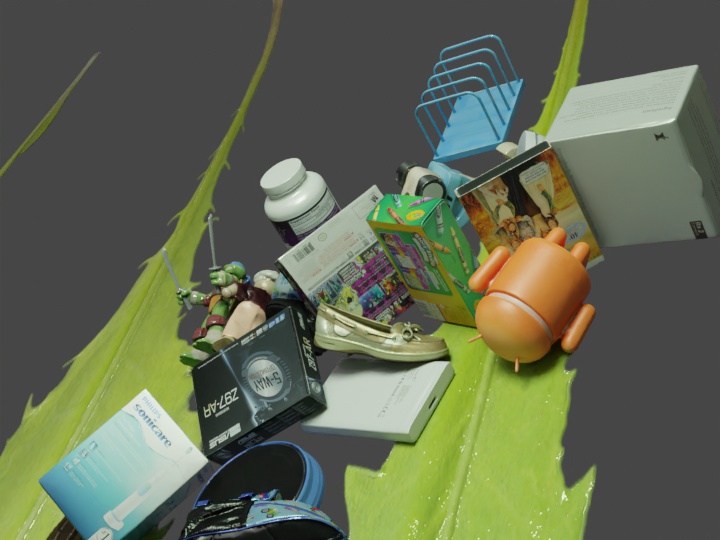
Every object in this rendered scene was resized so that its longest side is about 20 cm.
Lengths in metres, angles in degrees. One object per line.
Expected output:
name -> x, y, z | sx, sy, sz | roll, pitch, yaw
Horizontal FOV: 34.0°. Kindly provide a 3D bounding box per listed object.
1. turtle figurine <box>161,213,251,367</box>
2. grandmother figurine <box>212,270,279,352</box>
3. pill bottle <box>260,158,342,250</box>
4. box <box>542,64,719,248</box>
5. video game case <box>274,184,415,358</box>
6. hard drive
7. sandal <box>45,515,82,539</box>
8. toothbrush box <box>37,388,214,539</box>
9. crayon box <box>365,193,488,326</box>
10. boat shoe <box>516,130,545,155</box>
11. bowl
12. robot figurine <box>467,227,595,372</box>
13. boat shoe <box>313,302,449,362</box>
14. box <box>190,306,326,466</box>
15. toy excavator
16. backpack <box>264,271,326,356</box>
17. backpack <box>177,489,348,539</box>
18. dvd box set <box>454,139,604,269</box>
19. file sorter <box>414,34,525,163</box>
turtle figurine -> -0.269, 0.048, 1.964 | 0.143, 0.200, 0.195 | -10, 52, 26
grandmother figurine -> -0.177, 0.067, 1.919 | 0.060, 0.121, 0.201 | -27, 23, 35
pill bottle -> -0.086, -0.084, 1.964 | 0.112, 0.201, 0.113 | -23, 31, 15
box -> 0.390, -0.152, 1.627 | 0.199, 0.200, 0.131 | -5, 39, 38
video game case -> 0.000, 0.000, 1.779 | 0.200, 0.182, 0.036 | -39, 1, -20
hard drive -> 0.022, 0.179, 1.656 | 0.199, 0.027, 0.132 | -1, 42, 41
sandal -> -0.401, 0.366, 1.755 | 0.201, 0.054, 0.080 | -56, 30, -11
toothbrush box -> -0.331, 0.294, 1.683 | 0.200, 0.085, 0.146 | -42, 75, -14
crayon box -> 0.105, -0.014, 1.687 | 0.118, 0.201, 0.058 | 10, 50, 48
boat shoe -> 0.279, -0.134, 1.831 | 0.065, 0.074, 0.202 | 11, 58, -7
bowl -> -0.143, 0.314, 1.600 | 0.199, 0.040, 0.201 | -23, 31, 15
robot figurine -> 0.229, 0.038, 1.574 | 0.200, 0.144, 0.116 | -52, 21, -19
boat shoe -> 0.030, 0.089, 1.681 | 0.199, 0.064, 0.073 | 7, 6, 21
box -> -0.153, 0.170, 1.730 | 0.199, 0.043, 0.161 | -32, 49, 20
toy excavator -> 0.162, -0.128, 1.915 | 0.100, 0.198, 0.196 | 43, 118, 58
backpack -> -0.048, 0.020, 1.859 | 0.199, 0.155, 0.163 | -33, 22, -25
backpack -> -0.099, 0.348, 1.382 | 0.198, 0.184, 0.135 | -13, 15, 4
dvd box set -> 0.236, -0.062, 1.636 | 0.145, 0.201, 0.029 | -27, 28, 7
file sorter -> 0.193, -0.310, 2.115 | 0.138, 0.123, 0.201 | -12, 36, 31
